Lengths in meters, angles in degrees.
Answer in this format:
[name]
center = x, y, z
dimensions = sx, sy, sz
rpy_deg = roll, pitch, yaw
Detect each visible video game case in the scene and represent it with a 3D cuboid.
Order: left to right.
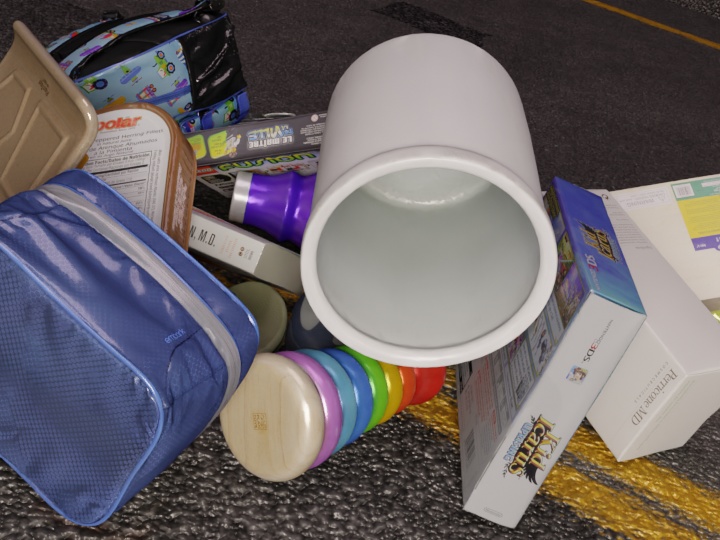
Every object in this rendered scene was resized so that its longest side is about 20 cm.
[video game case]
center = 0.127, 0.052, 0.851
dimensions = 0.045, 0.182, 0.200
rpy_deg = 21, 25, -8

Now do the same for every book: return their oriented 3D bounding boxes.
[book]
center = -0.149, -0.035, 0.980
dimensions = 0.199, 0.048, 0.134
rpy_deg = 23, -2, 15

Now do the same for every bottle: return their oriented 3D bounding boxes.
[bottle]
center = -0.020, -0.049, 1.100
dimensions = 0.199, 0.084, 0.065
rpy_deg = 11, -15, -5

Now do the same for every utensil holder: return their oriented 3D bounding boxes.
[utensil holder]
center = 0.048, -0.057, 0.858
dimensions = 0.169, 0.170, 0.200
rpy_deg = 12, 34, -5

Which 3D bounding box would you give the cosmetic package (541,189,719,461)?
[cosmetic package]
center = 0.202, 0.039, 0.952
dimensions = 0.085, 0.108, 0.200
rpy_deg = -4, 46, -35

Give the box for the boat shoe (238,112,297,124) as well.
[boat shoe]
center = -0.086, -0.142, 1.267
dimensions = 0.199, 0.072, 0.071
rpy_deg = 1, 33, -22

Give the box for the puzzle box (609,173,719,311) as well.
[puzzle box]
center = 0.279, -0.019, 1.078
dimensions = 0.199, 0.025, 0.133
rpy_deg = -9, 55, -2

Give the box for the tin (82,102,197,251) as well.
[tin]
center = -0.180, -0.040, 0.870
dimensions = 0.111, 0.042, 0.201
rpy_deg = -5, 56, 7

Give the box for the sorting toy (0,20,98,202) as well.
[sorting toy]
center = -0.269, -0.069, 0.889
dimensions = 0.036, 0.200, 0.185
rpy_deg = 24, 14, -41

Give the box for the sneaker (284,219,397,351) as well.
[sneaker]
center = 0.000, 0.000, 0.974
dimensions = 0.070, 0.082, 0.200
rpy_deg = 26, 43, 6

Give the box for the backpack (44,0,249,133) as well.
[backpack]
center = -0.229, -0.172, 1.147
dimensions = 0.182, 0.135, 0.200
rpy_deg = 1, 27, 35

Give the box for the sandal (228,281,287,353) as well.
[sandal]
center = -0.122, 0.045, 0.883
dimensions = 0.080, 0.058, 0.201
rpy_deg = 27, 28, 25

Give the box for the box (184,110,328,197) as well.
[box]
center = -0.057, -0.109, 1.110
dimensions = 0.199, 0.035, 0.110
rpy_deg = -6, -13, 17

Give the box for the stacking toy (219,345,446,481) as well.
[stacking toy]
center = -0.005, 0.087, 0.850
dimensions = 0.085, 0.086, 0.200
rpy_deg = 31, 23, 31

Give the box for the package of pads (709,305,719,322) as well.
[package of pads]
center = 0.345, 0.039, 1.127
dimensions = 0.199, 0.068, 0.154
rpy_deg = 19, 25, 16

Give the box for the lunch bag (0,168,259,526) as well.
[lunch bag]
center = -0.173, 0.036, 0.737
dimensions = 0.200, 0.136, 0.132
rpy_deg = 42, 32, 5
